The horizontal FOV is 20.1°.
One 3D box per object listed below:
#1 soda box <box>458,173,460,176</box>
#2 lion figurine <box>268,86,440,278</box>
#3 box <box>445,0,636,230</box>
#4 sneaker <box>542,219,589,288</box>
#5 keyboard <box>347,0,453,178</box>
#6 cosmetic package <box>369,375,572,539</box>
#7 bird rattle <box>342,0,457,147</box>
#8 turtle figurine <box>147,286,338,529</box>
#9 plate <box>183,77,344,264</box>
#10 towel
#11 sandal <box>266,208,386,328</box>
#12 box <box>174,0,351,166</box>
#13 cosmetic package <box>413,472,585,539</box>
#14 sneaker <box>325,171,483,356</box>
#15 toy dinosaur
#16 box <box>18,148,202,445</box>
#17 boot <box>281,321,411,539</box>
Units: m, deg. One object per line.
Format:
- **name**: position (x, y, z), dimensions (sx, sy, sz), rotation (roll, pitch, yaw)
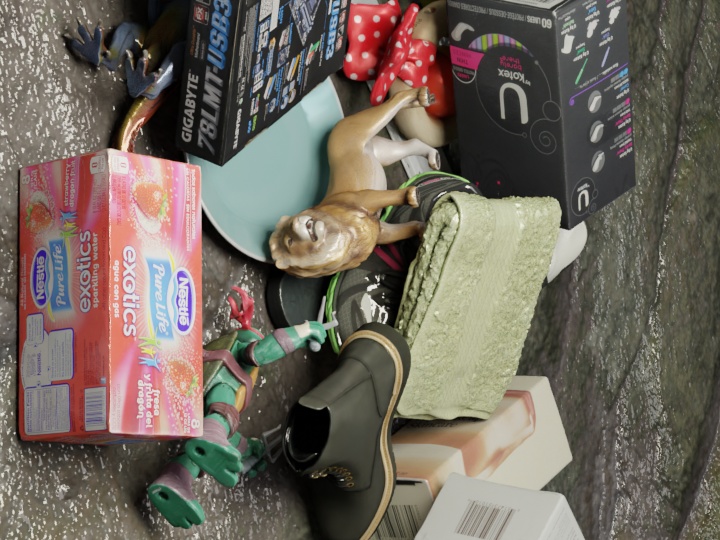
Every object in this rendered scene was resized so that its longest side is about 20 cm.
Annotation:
- **soda box**: position (0.126, -0.063, 1.868), dimensions (0.200, 0.064, 0.068), rotation (-50, 121, -41)
- **lion figurine**: position (-0.002, -0.073, 1.668), dimensions (0.201, 0.121, 0.073), rotation (-77, 154, -46)
- **box**: position (0.155, -0.153, 1.740), dimensions (0.106, 0.122, 0.201), rotation (-32, 126, -39)
- **sneaker**: position (0.129, 0.005, 1.757), dimensions (0.199, 0.080, 0.074), rotation (-30, 110, -26)
- **keyboard**: position (0.031, -0.157, 1.814), dimensions (0.056, 0.011, 0.201), rotation (-49, 121, -48)
- **cosmetic package**: position (0.084, 0.171, 1.754), dimensions (0.200, 0.103, 0.088), rotation (-34, 112, -48)
- **bird rattle**: position (0.069, -0.184, 1.785), dimensions (0.200, 0.112, 0.164), rotation (-51, 138, -44)
- **turtle figurine**: position (-0.093, 0.100, 1.561), dimensions (0.200, 0.100, 0.150), rotation (-60, 170, -50)
- **plate**: position (-0.082, -0.104, 1.657), dimensions (0.199, 0.025, 0.202), rotation (9, 78, -50)
- **towel**: position (0.091, 0.032, 1.659), dimensions (0.148, 0.036, 0.201), rotation (0, 114, -44)
- **sandal**: position (0.000, 0.001, 1.720), dimensions (0.200, 0.048, 0.076), rotation (-34, 111, -47)
- **box**: position (-0.065, -0.209, 1.552), dimensions (0.199, 0.049, 0.201), rotation (-48, 154, -49)
- **cosmetic package**: position (0.134, 0.264, 1.649), dimensions (0.081, 0.112, 0.201), rotation (-57, 139, -31)
- **sneaker**: position (0.037, -0.002, 1.673), dimensions (0.077, 0.083, 0.201), rotation (40, 66, -30)
- **toy dinosaur**: position (-0.149, -0.190, 1.577), dimensions (0.181, 0.104, 0.201), rotation (-34, 142, -56)
- **box**: position (-0.180, 0.023, 1.463), dimensions (0.094, 0.102, 0.202), rotation (8, 77, -49)
- **boot**: position (-0.029, 0.153, 1.592), dimensions (0.138, 0.077, 0.201), rotation (-40, 141, -56)
